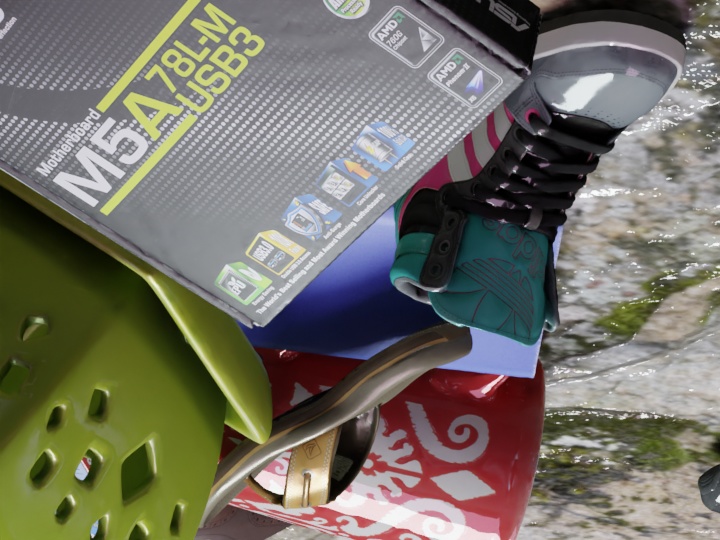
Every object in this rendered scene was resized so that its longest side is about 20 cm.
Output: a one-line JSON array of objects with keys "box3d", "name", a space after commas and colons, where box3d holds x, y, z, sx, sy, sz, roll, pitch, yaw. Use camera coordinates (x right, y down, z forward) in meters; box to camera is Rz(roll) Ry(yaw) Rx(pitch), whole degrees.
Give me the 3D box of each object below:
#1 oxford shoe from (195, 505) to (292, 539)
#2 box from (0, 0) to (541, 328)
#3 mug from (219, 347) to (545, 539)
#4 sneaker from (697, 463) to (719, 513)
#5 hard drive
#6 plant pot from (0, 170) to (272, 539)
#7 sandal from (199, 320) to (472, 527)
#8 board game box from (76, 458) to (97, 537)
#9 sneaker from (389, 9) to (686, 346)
[{"box3d": [-0.065, 0.135, 1.520, 0.199, 0.073, 0.071, 6, -152, -48], "name": "oxford shoe"}, {"box3d": [-0.062, -0.087, 0.956, 0.193, 0.048, 0.200, 32, 132, -19], "name": "box"}, {"box3d": [-0.001, 0.073, 1.395, 0.198, 0.179, 0.133, 13, -167, -6], "name": "mug"}, {"box3d": [0.306, 0.169, 1.542, 0.199, 0.085, 0.074, 15, 155, -19], "name": "sneaker"}, {"box3d": [0.000, 0.000, 1.263, 0.198, 0.026, 0.132, 6, 142, 1], "name": "hard drive"}, {"box3d": [-0.169, 0.053, 1.201, 0.198, 0.182, 0.200, 30, 163, 33], "name": "plant pot"}, {"box3d": [-0.016, 0.091, 1.274, 0.199, 0.054, 0.080, -33, 177, 24], "name": "sandal"}, {"box3d": [-0.231, 0.133, 1.517, 0.199, 0.019, 0.103, 2, 133, 33], "name": "board game box"}, {"box3d": [0.073, -0.031, 1.086, 0.083, 0.122, 0.200, 16, 155, -23], "name": "sneaker"}]
